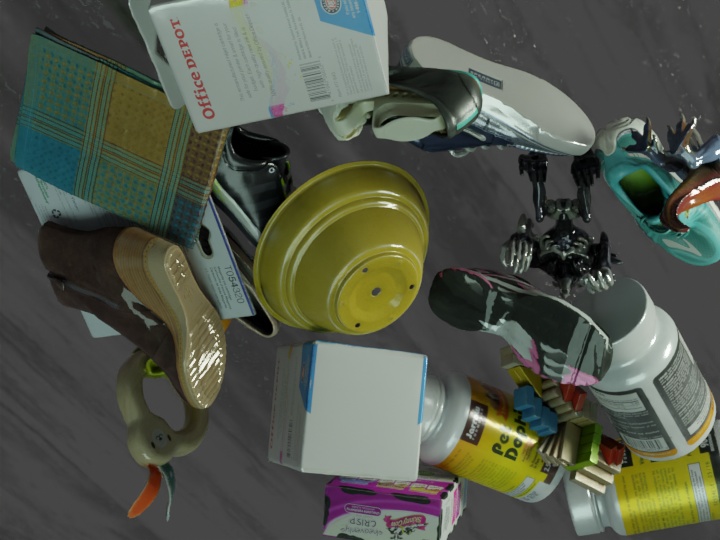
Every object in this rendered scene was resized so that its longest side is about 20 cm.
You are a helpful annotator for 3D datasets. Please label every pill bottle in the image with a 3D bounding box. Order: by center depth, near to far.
[{"bbox_3d":[0.303,0.107,1.329,0.115,0.117,0.201,-22,128,20],"label":"pill bottle"},{"bbox_3d":[0.136,0.186,1.407,0.198,0.110,0.110,23,129,-19],"label":"pill bottle"},{"bbox_3d":[0.347,0.252,1.461,0.197,0.115,0.115,-13,131,12],"label":"pill bottle"}]

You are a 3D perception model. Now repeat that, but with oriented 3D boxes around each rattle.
[{"bbox_3d":[-0.187,0.156,1.324,0.141,0.202,0.131,-19,130,18],"label":"rattle"}]

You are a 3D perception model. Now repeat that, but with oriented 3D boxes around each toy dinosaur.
[{"bbox_3d":[0.330,-0.088,1.133,0.180,0.203,0.104,22,157,-29],"label":"toy dinosaur"}]

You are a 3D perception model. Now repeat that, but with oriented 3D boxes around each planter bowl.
[{"bbox_3d":[0.000,0.000,1.205,0.198,0.084,0.203,-17,131,-21],"label":"planter bowl"}]

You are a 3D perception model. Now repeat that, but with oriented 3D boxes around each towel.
[{"bbox_3d":[-0.224,-0.120,1.130,0.197,0.022,0.148,24,121,3],"label":"towel"}]

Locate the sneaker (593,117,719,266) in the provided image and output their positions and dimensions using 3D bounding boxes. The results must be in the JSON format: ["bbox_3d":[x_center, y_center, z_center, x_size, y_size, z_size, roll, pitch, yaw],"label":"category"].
[{"bbox_3d":[0.293,-0.061,1.201,0.077,0.080,0.199,-34,124,28],"label":"sneaker"}]

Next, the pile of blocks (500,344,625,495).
[{"bbox_3d":[0.230,0.163,1.363,0.201,0.082,0.062,50,143,-8],"label":"pile of blocks"}]

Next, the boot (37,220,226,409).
[{"bbox_3d":[-0.225,0.041,1.212,0.164,0.072,0.203,8,127,29],"label":"boot"}]

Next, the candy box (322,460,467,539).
[{"bbox_3d":[0.045,0.262,1.410,0.134,0.200,0.062,5,95,14],"label":"candy box"}]

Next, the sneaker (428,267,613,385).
[{"bbox_3d":[0.174,0.042,1.261,0.198,0.086,0.081,30,114,18],"label":"sneaker"}]

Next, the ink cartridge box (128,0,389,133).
[{"bbox_3d":[-0.084,-0.216,1.034,0.196,0.126,0.130,-9,132,9],"label":"ink cartridge box"}]

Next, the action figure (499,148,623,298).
[{"bbox_3d":[0.197,-0.029,1.213,0.117,0.103,0.202,5,139,19],"label":"action figure"}]

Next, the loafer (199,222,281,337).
[{"bbox_3d":[-0.153,-0.002,1.273,0.199,0.063,0.072,35,125,-27],"label":"loafer"}]

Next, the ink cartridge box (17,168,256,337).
[{"bbox_3d":[-0.215,-0.035,1.212,0.197,0.043,0.199,-8,117,20],"label":"ink cartridge box"}]

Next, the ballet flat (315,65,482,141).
[{"bbox_3d":[0.012,-0.150,1.077,0.197,0.069,0.068,8,142,34],"label":"ballet flat"}]

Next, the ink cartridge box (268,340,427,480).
[{"bbox_3d":[-0.021,0.148,1.310,0.123,0.131,0.200,7,174,-14],"label":"ink cartridge box"}]

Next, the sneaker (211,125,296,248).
[{"bbox_3d":[-0.091,-0.082,1.194,0.082,0.072,0.199,-33,124,26],"label":"sneaker"}]

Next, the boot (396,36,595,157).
[{"bbox_3d":[0.115,-0.142,1.146,0.197,0.073,0.091,25,136,-10],"label":"boot"}]
